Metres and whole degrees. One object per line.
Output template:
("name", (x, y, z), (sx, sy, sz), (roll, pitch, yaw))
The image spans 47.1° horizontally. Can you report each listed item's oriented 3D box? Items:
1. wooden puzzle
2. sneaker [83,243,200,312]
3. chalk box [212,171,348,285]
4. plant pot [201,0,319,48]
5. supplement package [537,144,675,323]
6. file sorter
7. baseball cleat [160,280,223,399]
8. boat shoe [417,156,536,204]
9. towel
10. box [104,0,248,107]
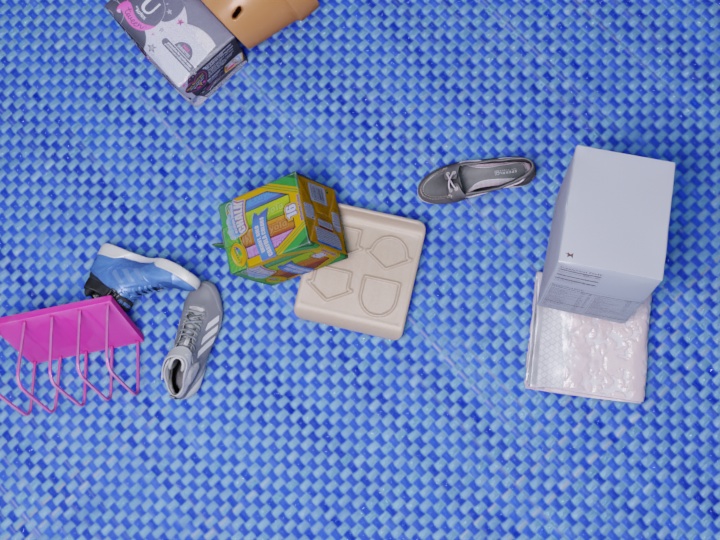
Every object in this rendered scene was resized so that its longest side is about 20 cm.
("wooden puzzle", (0.000, 0.000, 1.374), (0.185, 0.046, 0.201), (13, 89, 7))
("sneaker", (-0.367, 0.032, 1.368), (0.199, 0.077, 0.112), (16, 72, 17))
("chalk box", (-0.142, -0.055, 1.329), (0.200, 0.125, 0.124), (-21, 71, 25))
("plant pot", (-0.186, -0.468, 1.373), (0.140, 0.200, 0.200), (-43, 81, 5))
("supplement package", (0.366, -0.050, 1.248), (0.147, 0.200, 0.192), (11, 71, 7))
("file sorter", (-0.469, 0.145, 1.327), (0.199, 0.139, 0.126), (-11, 57, 3))
("baseball cleat", (-0.273, 0.112, 1.349), (0.069, 0.106, 0.201), (7, 84, 5))
("boat shoe", (0.191, -0.156, 1.367), (0.199, 0.057, 0.067), (-10, 82, 4))
("towel", (0.369, 0.104, 1.334), (0.190, 0.032, 0.201), (6, 84, 5))
("box", (-0.314, -0.404, 1.413), (0.132, 0.115, 0.200), (-42, 81, -1))
